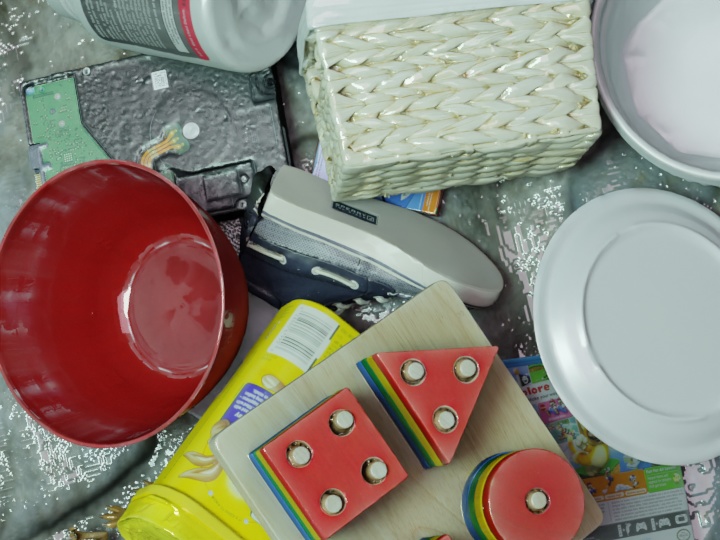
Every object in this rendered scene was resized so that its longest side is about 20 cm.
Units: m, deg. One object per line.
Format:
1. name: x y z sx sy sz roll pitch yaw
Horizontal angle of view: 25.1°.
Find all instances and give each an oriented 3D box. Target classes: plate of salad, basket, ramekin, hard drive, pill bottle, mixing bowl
1. plate of salad: 0.208 0.040 1.146 0.200 0.048 0.200 5 74 -20
2. basket: 0.063 -0.128 1.133 0.200 0.136 0.124 -9 81 -6
3. ramekin: 0.264 -0.152 1.151 0.200 0.105 0.200 -1 83 10
4. hard drive: -0.155 -0.098 1.248 0.200 0.038 0.140 -12 81 7
5. pill bottle: -0.145 -0.214 1.197 0.200 0.111 0.111 16 85 38
6. mixing bowl: -0.155 0.026 1.162 0.200 0.108 0.200 -2 86 27

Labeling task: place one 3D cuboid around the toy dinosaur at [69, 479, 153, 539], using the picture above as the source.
1. toy dinosaur: -0.154 0.218 1.209 0.200 0.060 0.106 2 115 5

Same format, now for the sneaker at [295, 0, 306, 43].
1. sneaker: -0.034 -0.268 1.226 0.086 0.078 0.200 12 86 41

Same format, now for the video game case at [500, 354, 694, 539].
1. video game case: 0.165 0.156 1.139 0.143 0.018 0.200 -6 81 -23

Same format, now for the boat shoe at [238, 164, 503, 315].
1. boat shoe: 0.000 0.000 1.203 0.200 0.075 0.093 25 121 -2

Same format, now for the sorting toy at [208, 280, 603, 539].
1. sorting toy: 0.041 0.135 1.051 0.199 0.070 0.200 -34 90 -20

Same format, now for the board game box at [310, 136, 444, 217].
1. board game box: 0.031 -0.148 1.232 0.103 0.019 0.200 12 85 12

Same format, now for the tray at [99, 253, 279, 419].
1. tray: -0.095 0.065 1.226 0.200 0.022 0.107 30 89 11

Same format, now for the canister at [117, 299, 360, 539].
1. canister: -0.050 0.137 1.114 0.149 0.087 0.200 41 62 -10
